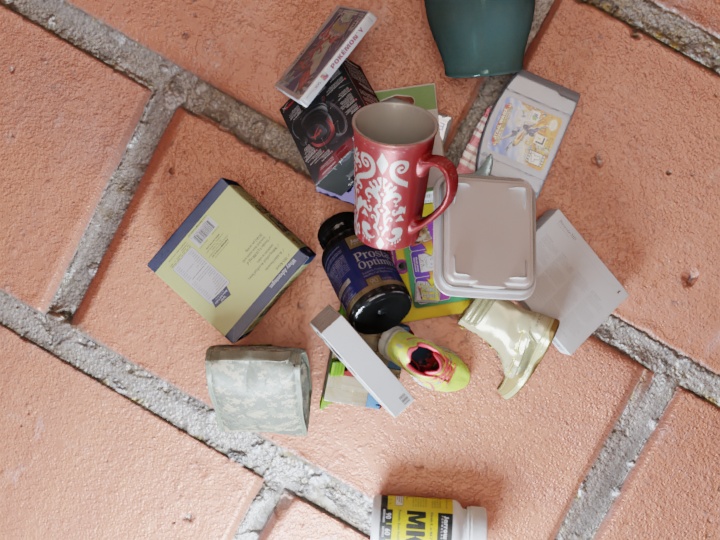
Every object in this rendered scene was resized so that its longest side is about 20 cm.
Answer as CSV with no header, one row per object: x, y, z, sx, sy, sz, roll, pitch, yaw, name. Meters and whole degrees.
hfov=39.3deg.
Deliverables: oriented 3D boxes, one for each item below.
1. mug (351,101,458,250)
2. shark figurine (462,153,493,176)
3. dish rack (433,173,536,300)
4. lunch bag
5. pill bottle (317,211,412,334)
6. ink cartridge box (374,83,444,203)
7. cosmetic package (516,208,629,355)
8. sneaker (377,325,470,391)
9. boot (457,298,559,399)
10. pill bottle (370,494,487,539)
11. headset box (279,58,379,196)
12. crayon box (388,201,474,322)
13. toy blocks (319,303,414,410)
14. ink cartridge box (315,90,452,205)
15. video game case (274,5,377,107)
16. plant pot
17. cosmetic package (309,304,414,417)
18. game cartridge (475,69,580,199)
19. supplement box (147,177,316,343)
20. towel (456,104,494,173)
0.055,-0.130,1.558,0.132,0.178,0.202,-12,130,-20,mug
0.212,-0.068,1.643,0.128,0.089,0.217,30,62,-35,shark figurine
0.200,-0.059,1.582,0.169,0.044,0.203,4,77,-9,dish rack
-0.169,0.186,1.705,0.162,0.201,0.119,2,54,3,lunch bag
0.000,0.000,1.698,0.111,0.112,0.201,-31,55,4,pill bottle
0.069,-0.210,1.711,0.144,0.048,0.202,-7,68,7,ink cartridge box
0.340,0.019,1.718,0.151,0.052,0.200,-42,100,-6,cosmetic package
0.122,0.164,1.716,0.199,0.090,0.079,26,88,-34,sneaker
0.233,0.121,1.714,0.154,0.073,0.201,28,137,6,boot
0.117,0.453,1.749,0.197,0.114,0.116,3,93,3,pill bottle
-0.033,-0.236,1.680,0.148,0.075,0.201,-41,57,23,headset box
0.136,-0.025,1.739,0.170,0.058,0.202,-9,103,2,crayon box
0.014,0.159,1.759,0.135,0.100,0.202,11,98,-7,toy blocks
0.039,-0.202,1.759,0.198,0.041,0.202,18,94,2,ink cartridge box
-0.063,-0.362,1.681,0.023,0.200,0.183,38,93,-24,video game case
0.201,-0.422,1.673,0.197,0.200,0.190,-5,105,3,plant pot
0.002,0.151,1.672,0.051,0.083,0.200,-41,109,-4,cosmetic package
0.277,-0.233,1.720,0.132,0.042,0.202,22,95,-5,game cartridge
-0.217,-0.018,1.735,0.200,0.134,0.200,42,94,1,supplement box
0.241,-0.170,1.758,0.145,0.030,0.202,27,95,0,towel
